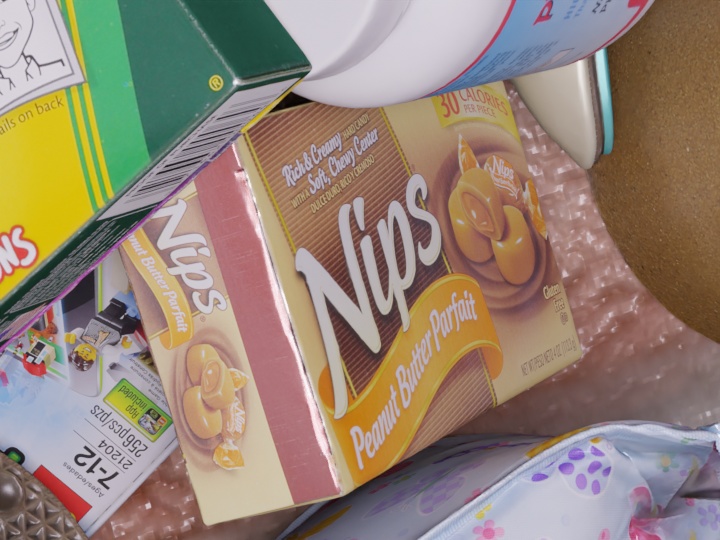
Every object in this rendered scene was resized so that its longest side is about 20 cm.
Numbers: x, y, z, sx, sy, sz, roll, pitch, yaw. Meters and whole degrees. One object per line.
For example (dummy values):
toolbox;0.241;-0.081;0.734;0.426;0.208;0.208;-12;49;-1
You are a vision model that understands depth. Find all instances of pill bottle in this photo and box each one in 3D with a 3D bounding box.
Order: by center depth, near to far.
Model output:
pill bottle;0.017;-0.109;0.889;0.200;0.108;0.109;-19;95;-61

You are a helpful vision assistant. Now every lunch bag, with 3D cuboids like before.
lunch bag;0.031;0.126;0.933;0.200;0.169;0.127;-39;99;-18

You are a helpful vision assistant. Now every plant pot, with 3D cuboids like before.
plant pot;0.202;-0.062;0.990;0.185;0.200;0.188;1;88;-20

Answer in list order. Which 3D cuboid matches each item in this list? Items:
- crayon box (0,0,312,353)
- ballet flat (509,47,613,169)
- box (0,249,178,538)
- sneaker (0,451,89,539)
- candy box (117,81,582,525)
crayon box;-0.142;-0.062;0.823;0.200;0.058;0.173;-40;82;23
ballet flat;0.055;-0.135;1.018;0.069;0.069;0.201;-1;86;-20
box;-0.139;-0.005;0.925;0.200;0.035;0.110;40;105;-13
sneaker;-0.161;0.080;0.920;0.200;0.075;0.071;43;58;-12
candy box;0.000;0.000;0.928;0.200;0.055;0.116;-22;95;-61
